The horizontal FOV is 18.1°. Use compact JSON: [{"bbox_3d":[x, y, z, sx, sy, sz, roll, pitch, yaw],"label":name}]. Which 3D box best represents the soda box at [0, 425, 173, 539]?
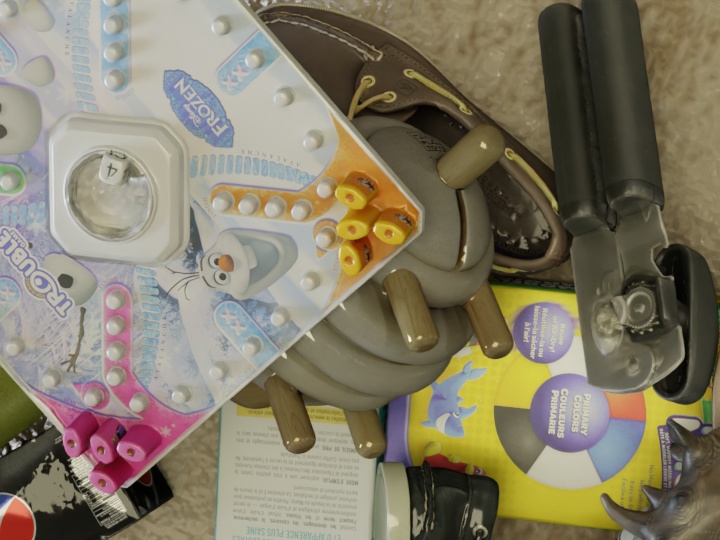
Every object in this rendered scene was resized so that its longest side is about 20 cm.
[{"bbox_3d":[-0.198,0.141,1.150,0.199,0.071,0.064,-30,89,11],"label":"soda box"}]

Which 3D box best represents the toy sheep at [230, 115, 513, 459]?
[{"bbox_3d":[0.000,0.000,1.024,0.200,0.138,0.138,-38,88,32],"label":"toy sheep"}]

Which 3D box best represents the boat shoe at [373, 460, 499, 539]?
[{"bbox_3d":[0.042,0.179,1.097,0.066,0.075,0.201,-4,114,-5],"label":"boat shoe"}]

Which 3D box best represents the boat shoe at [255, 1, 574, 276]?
[{"bbox_3d":[0.021,-0.065,1.096,0.200,0.060,0.072,37,101,5],"label":"boat shoe"}]

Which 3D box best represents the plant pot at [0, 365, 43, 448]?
[{"bbox_3d":[-0.207,0.010,1.091,0.192,0.200,0.201,-25,91,0],"label":"plant pot"}]

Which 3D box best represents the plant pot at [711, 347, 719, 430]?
[{"bbox_3d":[0.263,0.060,1.049,0.199,0.093,0.202,1,95,10],"label":"plant pot"}]

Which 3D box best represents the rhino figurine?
[{"bbox_3d":[0.204,0.096,0.985,0.198,0.060,0.088,-4,76,12],"label":"rhino figurine"}]

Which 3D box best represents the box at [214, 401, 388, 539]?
[{"bbox_3d":[-0.030,0.158,1.133,0.082,0.049,0.202,4,96,11],"label":"box"}]

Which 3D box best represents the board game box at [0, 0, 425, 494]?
[{"bbox_3d":[-0.107,-0.032,0.963,0.200,0.026,0.200,-41,93,22],"label":"board game box"}]

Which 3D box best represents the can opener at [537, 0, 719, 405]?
[{"bbox_3d":[0.127,-0.034,1.063,0.053,0.067,0.201,-22,62,36],"label":"can opener"}]

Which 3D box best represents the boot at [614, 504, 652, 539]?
[{"bbox_3d":[0.167,0.212,1.083,0.199,0.073,0.144,32,116,-16],"label":"boot"}]

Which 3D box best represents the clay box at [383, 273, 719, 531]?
[{"bbox_3d":[0.114,0.065,1.099,0.198,0.048,0.116,5,96,11],"label":"clay box"}]
